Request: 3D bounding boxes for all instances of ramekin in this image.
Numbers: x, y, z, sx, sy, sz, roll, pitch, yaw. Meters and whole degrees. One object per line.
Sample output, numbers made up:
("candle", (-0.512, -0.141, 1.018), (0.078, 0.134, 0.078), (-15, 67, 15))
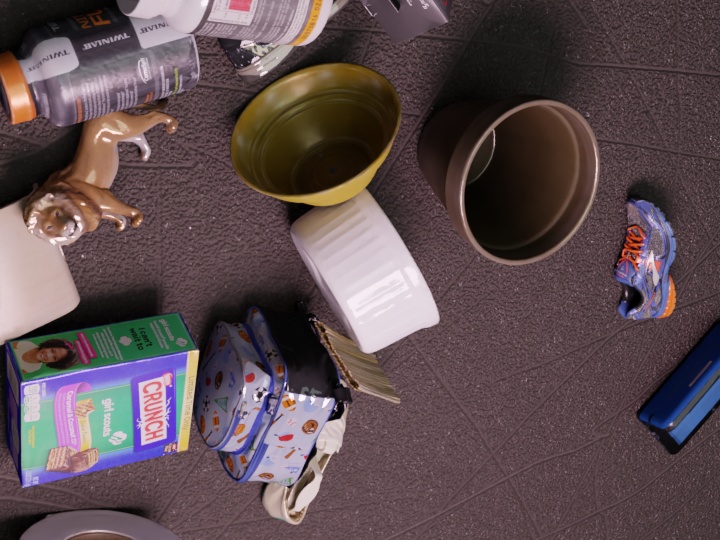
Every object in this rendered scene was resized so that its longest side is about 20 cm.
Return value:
("ramekin", (0.000, 0.000, 1.500), (0.098, 0.201, 0.201), (-31, 122, -6))

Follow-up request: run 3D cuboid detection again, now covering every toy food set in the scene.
("toy food set", (-0.411, 0.007, 1.363), (0.200, 0.060, 0.144), (-28, 121, -26))

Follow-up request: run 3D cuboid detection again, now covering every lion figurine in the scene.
("lion figurine", (-0.281, -0.115, 1.364), (0.122, 0.072, 0.201), (24, 75, -36))

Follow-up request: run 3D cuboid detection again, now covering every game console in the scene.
("game console", (0.527, 0.186, 1.916), (0.118, 0.171, 0.200), (42, 86, -8))

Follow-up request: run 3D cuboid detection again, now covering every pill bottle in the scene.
("pill bottle", (-0.276, -0.212, 1.311), (0.199, 0.106, 0.107), (-21, 118, -21))
("pill bottle", (-0.135, -0.290, 1.267), (0.199, 0.116, 0.117), (1, 109, -32))

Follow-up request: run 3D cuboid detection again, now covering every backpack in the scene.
("backpack", (-0.114, 0.158, 1.510), (0.153, 0.200, 0.191), (5, 117, -19))

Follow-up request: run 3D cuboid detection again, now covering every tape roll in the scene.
("tape roll", (-0.306, 0.388, 1.482), (0.202, 0.203, 0.140), (1, 109, -29))

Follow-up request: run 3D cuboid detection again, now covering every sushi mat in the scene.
("sushi mat", (0.000, 0.114, 1.545), (0.012, 0.096, 0.200), (-33, 163, 8))

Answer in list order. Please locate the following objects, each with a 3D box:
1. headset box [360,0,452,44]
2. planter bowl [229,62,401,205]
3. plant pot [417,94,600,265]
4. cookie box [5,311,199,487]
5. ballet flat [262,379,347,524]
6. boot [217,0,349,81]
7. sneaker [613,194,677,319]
("headset box", (0.039, -0.357, 1.377), (0.149, 0.075, 0.200), (48, 39, -33))
("planter bowl", (-0.041, -0.135, 1.436), (0.200, 0.200, 0.084), (-37, 141, -11))
("plant pot", (0.161, -0.127, 1.546), (0.199, 0.173, 0.201), (-10, 114, -25))
("cookie box", (-0.292, 0.144, 1.437), (0.199, 0.075, 0.172), (-11, 134, -25))
("ballet flat", (-0.059, 0.237, 1.638), (0.069, 0.069, 0.201), (21, 98, -33))
("boot", (-0.097, -0.326, 1.386), (0.204, 0.073, 0.154), (-46, 121, -7))
("sneaker", (0.395, -0.012, 1.786), (0.078, 0.075, 0.201), (-20, 117, -17))
